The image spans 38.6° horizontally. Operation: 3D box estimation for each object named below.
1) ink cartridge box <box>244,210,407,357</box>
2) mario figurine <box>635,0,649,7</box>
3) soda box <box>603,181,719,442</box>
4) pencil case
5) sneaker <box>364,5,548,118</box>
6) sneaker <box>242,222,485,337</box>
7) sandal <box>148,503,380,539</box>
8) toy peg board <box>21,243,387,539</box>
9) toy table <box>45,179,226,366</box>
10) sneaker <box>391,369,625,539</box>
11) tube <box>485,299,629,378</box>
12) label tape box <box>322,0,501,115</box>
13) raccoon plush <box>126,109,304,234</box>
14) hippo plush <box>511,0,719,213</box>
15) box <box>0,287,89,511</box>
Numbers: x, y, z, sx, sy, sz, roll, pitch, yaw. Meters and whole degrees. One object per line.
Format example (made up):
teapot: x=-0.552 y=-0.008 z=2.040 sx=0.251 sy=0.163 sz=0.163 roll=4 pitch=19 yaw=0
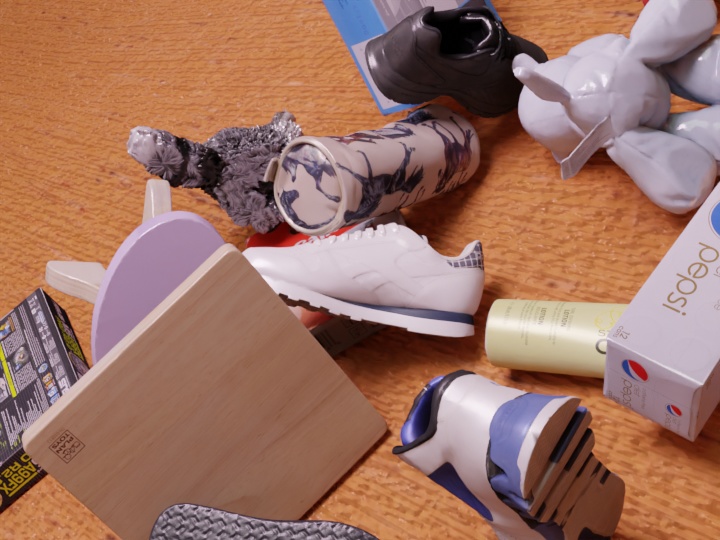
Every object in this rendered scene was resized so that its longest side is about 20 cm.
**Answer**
ink cartridge box: x=-0.033 y=-0.015 z=0.933 sx=0.161 sy=0.050 sz=0.201 roll=-29 pitch=45 yaw=9
mario figurine: x=0.275 y=-0.312 z=0.937 sx=0.124 sy=0.105 sz=0.201 roll=-56 pitch=22 yaw=33
soda box: x=0.238 y=0.010 z=0.678 sx=0.068 sy=0.064 sz=0.200 roll=26 pitch=59 yaw=30
pencil case: x=0.013 y=-0.089 z=0.874 sx=0.089 sy=0.079 sz=0.199 roll=25 pitch=31 yaw=34
sneaker: x=0.102 y=-0.185 z=0.888 sx=0.090 sy=0.198 sz=0.077 roll=-33 pitch=70 yaw=48
sneaker: x=0.000 y=0.000 z=0.810 sx=0.076 sy=0.197 sz=0.082 roll=179 pitch=102 yaw=-82
sandal: x=-0.052 y=0.208 z=0.724 sx=0.197 sy=0.045 sz=0.076 roll=12 pitch=73 yaw=15
toy peg board: x=-0.120 y=0.109 z=0.787 sx=0.200 sy=0.200 sz=0.098 roll=-43 pitch=26 yaw=-7
toy table: x=-0.182 y=0.029 z=0.914 sx=0.203 sy=0.181 sz=0.117 roll=-68 pitch=29 yaw=15
sneaker: x=0.087 y=0.117 z=0.620 sx=0.114 sy=0.201 sz=0.081 roll=26 pitch=65 yaw=37
tube: x=0.188 y=0.049 z=0.727 sx=0.197 sy=0.052 sz=0.059 roll=4 pitch=92 yaw=28
label tape box: x=0.065 y=-0.261 z=0.969 sx=0.200 sy=0.144 sz=0.066 roll=-42 pitch=20 yaw=-32
raccoon plush: x=-0.123 y=-0.127 z=0.997 sx=0.097 sy=0.199 sz=0.135 roll=-48 pitch=29 yaw=20
hippo plush: x=0.202 y=-0.120 z=0.826 sx=0.198 sy=0.161 sz=0.161 roll=-31 pitch=9 yaw=-15
box: x=-0.347 y=0.128 z=1.025 sx=0.160 sy=0.044 sz=0.200 roll=-40 pitch=42 yaw=-2
